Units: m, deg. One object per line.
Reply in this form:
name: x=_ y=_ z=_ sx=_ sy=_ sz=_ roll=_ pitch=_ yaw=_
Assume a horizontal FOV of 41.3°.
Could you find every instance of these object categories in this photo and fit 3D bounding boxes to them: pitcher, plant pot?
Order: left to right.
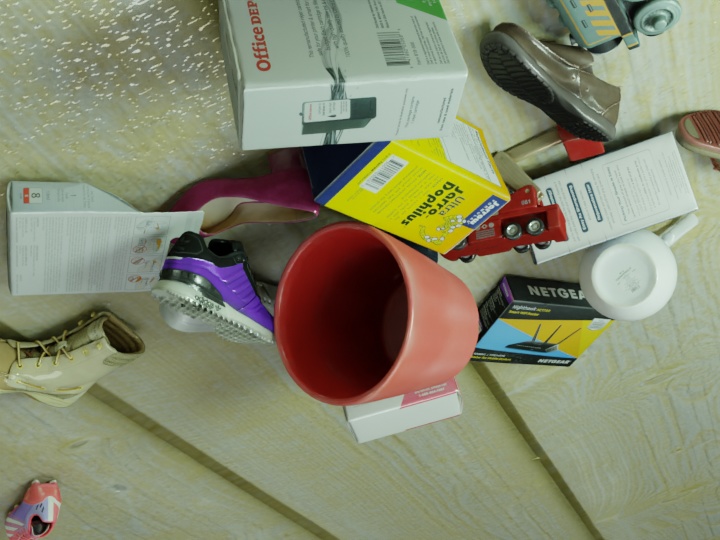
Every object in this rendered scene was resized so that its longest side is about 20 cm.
plant pot: x=0.030 y=0.057 z=1.086 sx=0.200 sy=0.201 sz=0.177 roll=-37 pitch=151 yaw=28
pitcher: x=0.371 y=-0.015 z=1.253 sx=0.172 sy=0.121 sz=0.200 roll=-46 pitch=168 yaw=16

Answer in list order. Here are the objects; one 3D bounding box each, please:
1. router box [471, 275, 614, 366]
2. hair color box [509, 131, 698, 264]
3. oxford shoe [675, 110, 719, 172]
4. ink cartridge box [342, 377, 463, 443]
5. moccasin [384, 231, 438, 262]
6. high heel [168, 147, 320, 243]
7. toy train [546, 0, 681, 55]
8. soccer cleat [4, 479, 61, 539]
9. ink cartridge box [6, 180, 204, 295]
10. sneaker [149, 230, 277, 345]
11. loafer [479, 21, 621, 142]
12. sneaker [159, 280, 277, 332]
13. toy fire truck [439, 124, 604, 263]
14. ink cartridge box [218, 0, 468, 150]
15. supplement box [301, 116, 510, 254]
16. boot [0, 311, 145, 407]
router box: x=0.264 y=0.079 z=1.418 sx=0.199 sy=0.051 sz=0.149 roll=5 pitch=138 yaw=-26
hair color box: x=0.290 y=-0.085 z=1.155 sx=0.199 sy=0.100 sz=0.061 roll=-19 pitch=178 yaw=5
oxford shoe: x=0.455 y=-0.143 z=1.175 sx=0.199 sy=0.071 sz=0.075 roll=7 pitch=144 yaw=-27
ink cartridge box: x=0.036 y=0.102 z=1.239 sx=0.146 sy=0.200 sz=0.083 roll=-16 pitch=149 yaw=1
moccasin: x=0.000 y=0.000 z=1.198 sx=0.200 sy=0.068 sz=0.081 roll=-22 pitch=144 yaw=9
high heel: x=-0.132 y=-0.057 z=1.047 sx=0.200 sy=0.096 sz=0.067 roll=-24 pitch=144 yaw=13
toy train: x=0.226 y=-0.279 z=0.900 sx=0.114 sy=0.085 sz=0.200 roll=-18 pitch=149 yaw=26
soccer cleat: x=-0.534 y=0.413 z=1.556 sx=0.067 sy=0.077 sz=0.200 roll=9 pitch=138 yaw=-31
ink cartridge box: x=-0.286 y=-0.036 z=1.058 sx=0.199 sy=0.050 sz=0.162 roll=-4 pitch=148 yaw=-22
sneaker: x=-0.142 y=0.018 z=1.069 sx=0.069 sy=0.100 sz=0.200 roll=1 pitch=158 yaw=32
loafer: x=0.203 y=-0.208 z=1.006 sx=0.200 sy=0.071 sz=0.073 roll=28 pitch=171 yaw=-37
sneaker: x=-0.142 y=0.031 z=1.164 sx=0.200 sy=0.073 sz=0.085 roll=-2 pitch=136 yaw=-50
toy fire truck: x=0.183 y=-0.093 z=1.105 sx=0.199 sy=0.141 sz=0.049 roll=-10 pitch=155 yaw=20
ink cartridge box: x=-0.022 y=-0.192 z=0.863 sx=0.199 sy=0.147 sz=0.083 roll=-5 pitch=145 yaw=-13
supplement box: x=0.046 y=-0.114 z=1.024 sx=0.200 sy=0.109 sz=0.109 roll=20 pitch=132 yaw=-39
boot: x=-0.384 y=0.099 z=1.187 sx=0.155 sy=0.073 sz=0.200 roll=-30 pitch=144 yaw=21
